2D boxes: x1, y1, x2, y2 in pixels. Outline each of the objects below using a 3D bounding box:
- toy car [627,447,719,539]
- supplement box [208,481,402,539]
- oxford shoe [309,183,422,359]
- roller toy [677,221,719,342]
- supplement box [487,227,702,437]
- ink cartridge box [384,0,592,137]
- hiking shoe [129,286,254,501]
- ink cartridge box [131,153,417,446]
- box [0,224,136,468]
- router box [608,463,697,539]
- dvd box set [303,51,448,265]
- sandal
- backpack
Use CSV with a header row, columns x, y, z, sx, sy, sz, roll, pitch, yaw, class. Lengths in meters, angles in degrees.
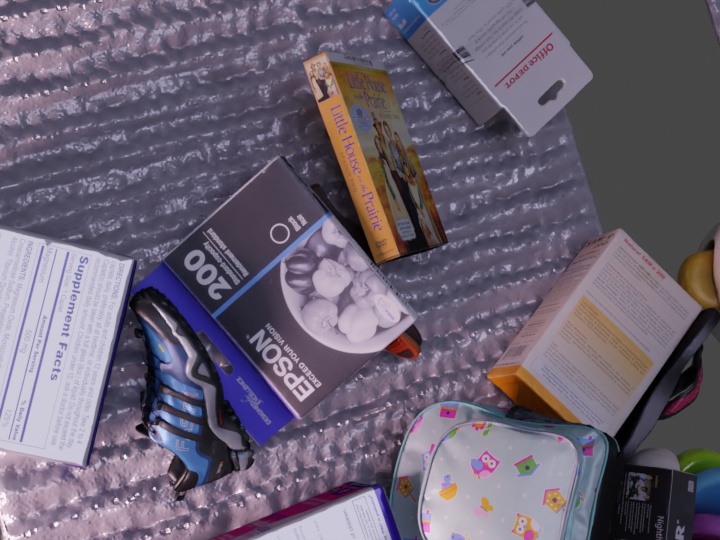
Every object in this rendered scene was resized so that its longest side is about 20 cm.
x,y,z,sx,sy,sz,roll,pitch,yaw,class
0.343,0.277,1.085,0.174,0.150,0.202,24,75,-12,toy car
-0.065,0.275,0.983,0.198,0.101,0.104,-20,88,-19,supplement box
0.000,0.000,1.064,0.200,0.071,0.073,48,66,-5,oxford shoe
0.458,0.009,1.168,0.200,0.140,0.183,-41,84,-20,roller toy
0.243,0.074,1.125,0.126,0.073,0.200,43,72,-7,supplement box
0.135,-0.238,1.142,0.116,0.067,0.200,-42,95,-19,ink cartridge box
-0.166,0.113,0.968,0.086,0.074,0.201,-28,111,-13,hiking shoe
-0.084,0.032,1.004,0.200,0.043,0.198,-41,93,6,ink cartridge box
-0.312,0.060,0.936,0.198,0.105,0.186,15,77,-14,box
0.233,0.285,1.044,0.052,0.156,0.202,20,75,-43,router box
0.019,-0.110,1.058,0.029,0.146,0.202,-21,87,23,dvd box set
0.320,0.129,1.132,0.045,0.075,0.201,32,89,1,sandal
0.124,0.210,1.002,0.153,0.198,0.178,24,78,-59,backpack
